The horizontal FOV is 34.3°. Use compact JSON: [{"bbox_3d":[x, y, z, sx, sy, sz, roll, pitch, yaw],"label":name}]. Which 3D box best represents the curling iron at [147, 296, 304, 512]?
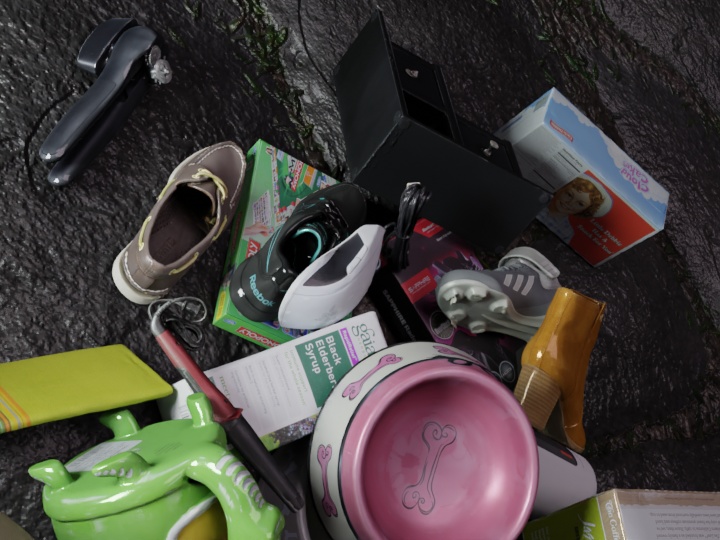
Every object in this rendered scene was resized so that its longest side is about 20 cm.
[{"bbox_3d":[-0.101,0.105,0.914,0.049,0.025,0.202,-35,95,-31],"label":"curling iron"}]

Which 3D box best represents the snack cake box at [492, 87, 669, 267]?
[{"bbox_3d":[0.253,-0.106,1.373,0.199,0.115,0.068,39,48,-16],"label":"snack cake box"}]

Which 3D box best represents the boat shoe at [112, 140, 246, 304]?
[{"bbox_3d":[-0.152,-0.054,1.056,0.072,0.059,0.201,42,47,-11],"label":"boat shoe"}]

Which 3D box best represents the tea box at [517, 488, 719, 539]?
[{"bbox_3d":[0.252,0.298,1.096,0.197,0.196,0.136,9,61,-35],"label":"tea box"}]

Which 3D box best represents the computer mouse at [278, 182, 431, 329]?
[{"bbox_3d":[0.000,0.000,1.057,0.044,0.110,0.200,38,49,14],"label":"computer mouse"}]

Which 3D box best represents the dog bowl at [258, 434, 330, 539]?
[{"bbox_3d":[0.003,0.226,1.030,0.198,0.058,0.203,19,57,-31],"label":"dog bowl"}]

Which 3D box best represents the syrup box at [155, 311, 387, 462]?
[{"bbox_3d":[-0.067,0.105,1.002,0.198,0.081,0.080,-18,86,-34],"label":"syrup box"}]

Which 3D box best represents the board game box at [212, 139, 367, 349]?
[{"bbox_3d":[-0.063,-0.014,1.127,0.133,0.029,0.203,26,53,-25],"label":"board game box"}]

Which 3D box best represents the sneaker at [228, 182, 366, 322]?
[{"bbox_3d":[-0.039,-0.025,1.079,0.075,0.079,0.200,46,45,-7],"label":"sneaker"}]

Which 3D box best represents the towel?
[{"bbox_3d":[-0.248,0.095,0.893,0.198,0.018,0.086,-9,31,-42],"label":"towel"}]

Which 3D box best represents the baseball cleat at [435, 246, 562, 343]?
[{"bbox_3d":[0.142,0.018,1.191,0.198,0.069,0.108,24,46,-41],"label":"baseball cleat"}]

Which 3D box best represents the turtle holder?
[{"bbox_3d":[-0.140,0.174,0.865,0.141,0.182,0.134,-70,143,-76],"label":"turtle holder"}]

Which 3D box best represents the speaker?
[{"bbox_3d":[0.147,0.188,1.116,0.199,0.080,0.083,31,48,-44],"label":"speaker"}]

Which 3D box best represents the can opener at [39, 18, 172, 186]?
[{"bbox_3d":[-0.231,-0.151,1.056,0.064,0.077,0.202,67,34,-46],"label":"can opener"}]

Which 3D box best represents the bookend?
[{"bbox_3d":[0.082,-0.146,1.233,0.198,0.092,0.201,25,34,-27],"label":"bookend"}]

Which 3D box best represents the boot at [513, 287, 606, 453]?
[{"bbox_3d":[0.214,0.100,1.177,0.146,0.070,0.201,-64,152,-5],"label":"boot"}]

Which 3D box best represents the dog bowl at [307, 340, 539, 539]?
[{"bbox_3d":[0.060,0.161,0.959,0.196,0.074,0.204,0,90,-19],"label":"dog bowl"}]

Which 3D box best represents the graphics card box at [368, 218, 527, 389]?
[{"bbox_3d":[0.091,0.046,1.205,0.125,0.051,0.202,-29,87,-45],"label":"graphics card box"}]

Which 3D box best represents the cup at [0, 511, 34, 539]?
[{"bbox_3d":[-0.268,0.227,0.739,0.143,0.198,0.204,19,52,-61],"label":"cup"}]
